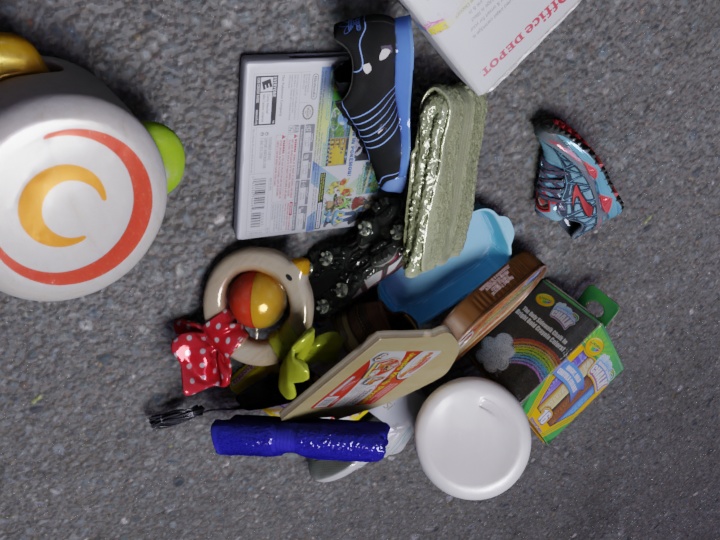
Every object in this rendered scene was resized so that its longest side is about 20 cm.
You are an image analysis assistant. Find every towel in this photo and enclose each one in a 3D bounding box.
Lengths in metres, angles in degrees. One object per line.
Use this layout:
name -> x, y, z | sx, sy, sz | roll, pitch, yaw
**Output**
towel -> -0.065, 0.198, 0.968 | 0.196, 0.051, 0.148 | 2, 174, 5
towel -> 0.093, -0.099, 0.899 | 0.148, 0.036, 0.204 | -30, 129, -59

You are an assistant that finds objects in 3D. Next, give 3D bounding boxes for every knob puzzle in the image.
knob puzzle -> 0.028, 0.110, 0.951 | 0.216, 0.031, 0.221 | -20, 154, -10

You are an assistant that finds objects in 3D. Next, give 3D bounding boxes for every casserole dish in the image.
casserole dish -> 0.099, -0.009, 1.044 | 0.198, 0.039, 0.122 | -34, 134, 1

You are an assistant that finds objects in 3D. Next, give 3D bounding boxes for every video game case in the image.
video game case -> -0.043, -0.131, 0.885 | 0.179, 0.022, 0.203 | -8, 128, -22

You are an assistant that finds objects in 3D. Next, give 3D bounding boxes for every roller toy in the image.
roller toy -> -0.272, -0.083, 0.721 | 0.199, 0.140, 0.184 | 26, 101, -45

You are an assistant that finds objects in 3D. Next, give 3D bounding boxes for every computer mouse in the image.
computer mouse -> -0.159, 0.156, 1.017 | 0.196, 0.035, 0.059 | -11, 164, -10

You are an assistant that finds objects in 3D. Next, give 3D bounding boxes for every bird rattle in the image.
bird rattle -> -0.118, 0.056, 0.933 | 0.112, 0.196, 0.167 | -12, 106, -67

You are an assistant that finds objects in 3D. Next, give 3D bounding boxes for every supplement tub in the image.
supplement tub -> 0.144, 0.220, 1.095 | 0.143, 0.146, 0.200 | -32, 166, -1

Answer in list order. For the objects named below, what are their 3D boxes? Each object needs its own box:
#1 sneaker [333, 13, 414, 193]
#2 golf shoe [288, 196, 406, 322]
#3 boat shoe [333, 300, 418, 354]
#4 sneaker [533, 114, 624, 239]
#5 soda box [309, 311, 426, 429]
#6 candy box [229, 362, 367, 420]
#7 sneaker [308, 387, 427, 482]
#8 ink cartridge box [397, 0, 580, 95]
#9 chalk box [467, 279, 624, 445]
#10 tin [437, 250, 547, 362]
sneaker -> 0.012, -0.162, 0.837 | 0.076, 0.071, 0.202 | -1, 134, 0
golf shoe -> 0.000, 0.000, 0.966 | 0.199, 0.078, 0.088 | -36, 155, 24
boat shoe -> 0.045, 0.090, 1.017 | 0.067, 0.073, 0.200 | -31, 146, 17
sneaker -> 0.252, -0.102, 1.024 | 0.095, 0.080, 0.200 | -39, 133, 9
soda box -> 0.005, 0.127, 1.081 | 0.063, 0.068, 0.200 | -40, 133, 9
candy box -> -0.072, 0.160, 1.096 | 0.102, 0.027, 0.200 | -39, 133, 10
sneaker -> 0.019, 0.242, 1.180 | 0.198, 0.071, 0.081 | -33, 137, -1
ink cartridge box -> 0.102, -0.289, 0.790 | 0.145, 0.088, 0.199 | -43, 131, 10
chalk box -> 0.272, 0.110, 1.160 | 0.199, 0.125, 0.124 | -42, 133, -3
tin -> 0.161, 0.047, 1.068 | 0.199, 0.042, 0.113 | -36, 157, -31
